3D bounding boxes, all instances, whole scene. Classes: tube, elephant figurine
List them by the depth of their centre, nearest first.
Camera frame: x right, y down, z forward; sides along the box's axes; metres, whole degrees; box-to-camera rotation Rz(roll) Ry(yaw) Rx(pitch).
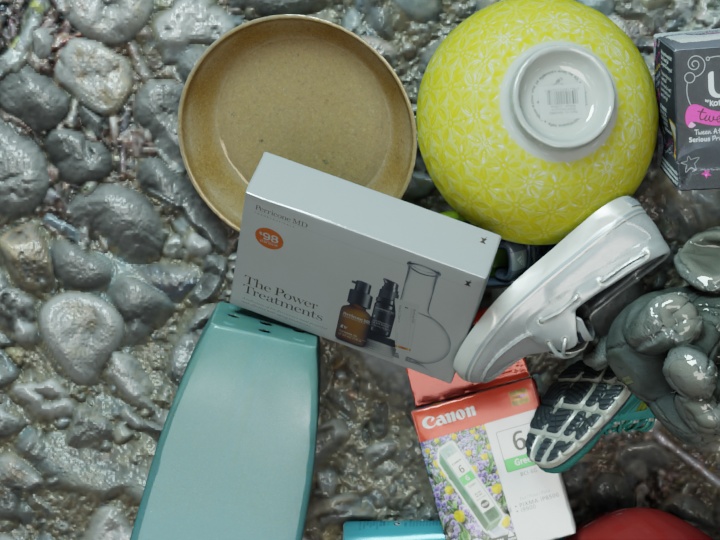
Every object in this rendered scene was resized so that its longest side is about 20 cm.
[{"bbox_3d":[0.299,0.035,1.429,0.200,0.142,0.155,-36,68,-18],"label":"elephant figurine"},{"bbox_3d":[0.084,0.239,1.607,0.198,0.077,0.051,-4,75,5],"label":"tube"}]

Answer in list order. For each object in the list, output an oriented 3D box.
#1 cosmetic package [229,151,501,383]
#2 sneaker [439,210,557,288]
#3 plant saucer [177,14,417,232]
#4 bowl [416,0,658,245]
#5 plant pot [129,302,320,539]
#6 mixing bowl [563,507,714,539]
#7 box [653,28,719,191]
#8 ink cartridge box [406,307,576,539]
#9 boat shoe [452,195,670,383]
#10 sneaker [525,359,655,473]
[{"bbox_3d":[0.000,0.000,1.474,0.199,0.052,0.151,19,141,5],"label":"cosmetic package"},{"bbox_3d":[0.141,-0.016,1.517,0.199,0.081,0.074,-11,107,5],"label":"sneaker"},{"bbox_3d":[-0.049,-0.115,1.504,0.199,0.035,0.202,4,112,10],"label":"plant saucer"},{"bbox_3d":[0.148,-0.125,1.436,0.199,0.108,0.202,1,85,-7],"label":"bowl"},{"bbox_3d":[-0.101,0.138,1.544,0.140,0.141,0.201,12,100,-2],"label":"plant pot"},{"bbox_3d":[0.228,0.274,1.566,0.199,0.109,0.201,-20,142,-16],"label":"mixing bowl"},{"bbox_3d":[0.337,-0.135,1.451,0.198,0.132,0.116,-3,103,2],"label":"box"},{"bbox_3d":[0.103,0.136,1.550,0.108,0.050,0.201,-16,87,6],"label":"ink cartridge box"},{"bbox_3d":[0.160,0.031,1.454,0.200,0.072,0.069,-42,70,9],"label":"boat shoe"},{"bbox_3d":[0.220,0.105,1.522,0.200,0.077,0.080,-40,117,-22],"label":"sneaker"}]
